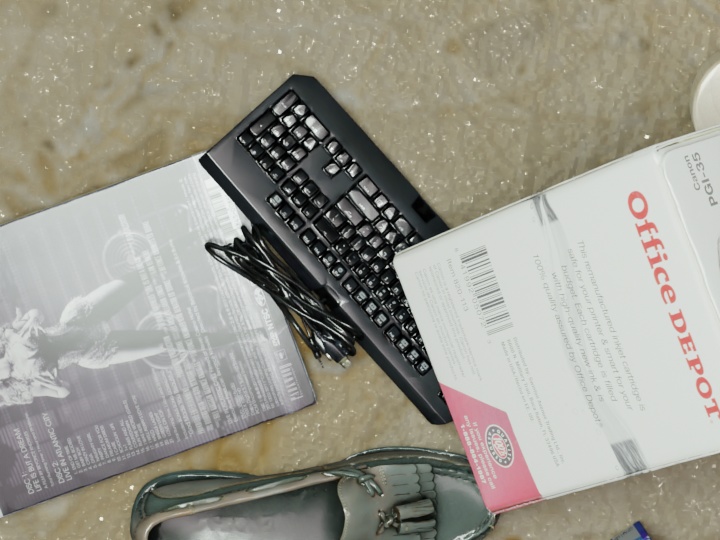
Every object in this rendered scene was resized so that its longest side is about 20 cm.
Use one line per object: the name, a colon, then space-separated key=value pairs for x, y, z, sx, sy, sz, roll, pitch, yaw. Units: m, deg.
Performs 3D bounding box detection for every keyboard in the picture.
keyboard: x=0.000 y=0.000 z=1.237 sx=0.104 sy=0.040 sz=0.200 roll=-43 pitch=96 yaw=-5

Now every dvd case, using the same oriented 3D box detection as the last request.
dvd case: x=-0.141 y=0.035 z=1.258 sx=0.200 sy=0.016 sz=0.149 roll=-20 pitch=96 yaw=0

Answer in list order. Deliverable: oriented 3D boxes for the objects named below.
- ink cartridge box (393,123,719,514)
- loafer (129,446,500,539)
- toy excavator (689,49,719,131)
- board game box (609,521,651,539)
ink cartridge box: x=0.127 y=0.026 z=1.162 sx=0.083 sy=0.200 sz=0.147 roll=-19 pitch=87 yaw=-41
loafer: x=-0.023 y=0.136 z=1.246 sx=0.200 sy=0.063 sz=0.072 roll=-4 pitch=95 yaw=0
toy excavator: x=0.295 y=-0.112 z=1.219 sx=0.194 sy=0.100 sz=0.200 roll=29 pitch=103 yaw=-2
board game box: x=0.151 y=0.256 z=1.268 sx=0.134 sy=0.045 sz=0.200 roll=-33 pitch=95 yaw=2
